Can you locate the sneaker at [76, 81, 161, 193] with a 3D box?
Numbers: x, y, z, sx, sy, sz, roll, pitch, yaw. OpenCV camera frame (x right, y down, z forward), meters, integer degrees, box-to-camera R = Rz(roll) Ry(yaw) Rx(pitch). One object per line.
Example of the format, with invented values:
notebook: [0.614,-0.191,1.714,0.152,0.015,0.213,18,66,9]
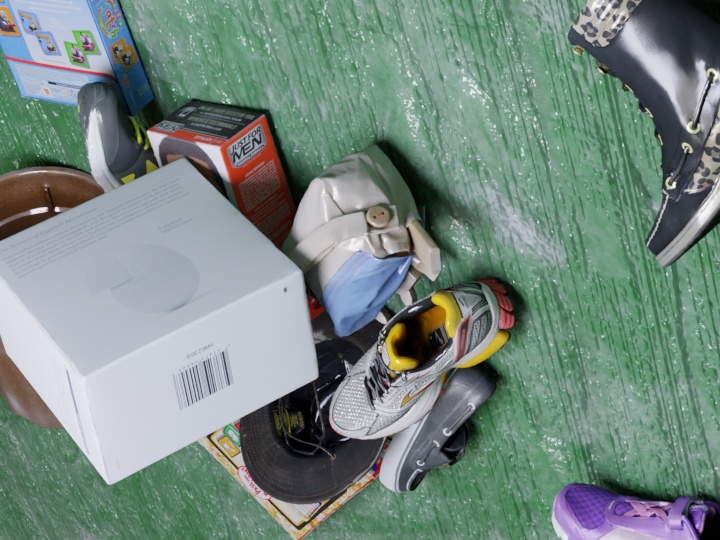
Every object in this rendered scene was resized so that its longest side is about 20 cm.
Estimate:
sneaker: [-0.194,-0.101,1.777,0.200,0.084,0.075,76,179,-54]

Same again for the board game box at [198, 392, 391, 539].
board game box: [-0.066,0.169,1.953,0.152,0.046,0.200,45,146,0]

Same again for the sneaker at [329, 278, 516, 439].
sneaker: [0.035,0.071,1.660,0.200,0.082,0.078,-45,61,33]

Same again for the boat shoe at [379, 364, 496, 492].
boat shoe: [0.067,0.144,1.770,0.057,0.069,0.200,36,142,13]

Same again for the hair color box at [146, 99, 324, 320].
hair color box: [-0.107,-0.044,1.757,0.101,0.061,0.201,14,132,44]

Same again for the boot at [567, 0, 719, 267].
boot: [0.206,-0.111,1.363,0.154,0.073,0.204,40,141,13]

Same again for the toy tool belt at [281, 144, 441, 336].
toy tool belt: [0.000,0.000,1.647,0.123,0.125,0.200,46,147,14]

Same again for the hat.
hat: [-0.016,0.121,1.806,0.200,0.202,0.081,7,171,43]

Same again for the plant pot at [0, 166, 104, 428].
plant pot: [-0.302,0.038,1.959,0.200,0.200,0.199,28,150,25]

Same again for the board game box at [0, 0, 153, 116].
board game box: [-0.275,-0.236,1.770,0.151,0.037,0.201,13,135,38]

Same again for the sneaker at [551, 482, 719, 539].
sneaker: [0.253,0.215,1.645,0.199,0.080,0.089,24,134,21]

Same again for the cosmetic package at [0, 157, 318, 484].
cosmetic package: [-0.172,0.036,1.632,0.200,0.199,0.123,44,152,42]
